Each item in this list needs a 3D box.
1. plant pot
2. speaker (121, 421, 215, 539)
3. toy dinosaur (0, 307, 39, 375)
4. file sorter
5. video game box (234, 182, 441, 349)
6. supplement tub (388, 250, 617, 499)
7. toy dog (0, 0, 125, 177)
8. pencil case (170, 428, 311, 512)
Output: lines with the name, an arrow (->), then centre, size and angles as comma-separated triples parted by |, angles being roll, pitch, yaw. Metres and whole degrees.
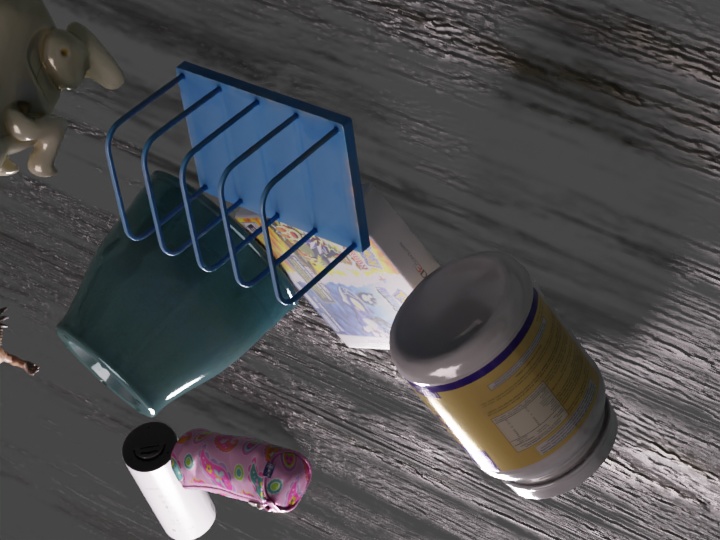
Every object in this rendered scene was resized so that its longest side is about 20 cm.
plant pot -> -0.196, 0.036, 1.951 | 0.200, 0.188, 0.200 | 38, 166, 12
speaker -> -0.262, 0.291, 2.668 | 0.081, 0.081, 0.200 | 21, 152, 27
toy dinosaur -> -0.518, 0.084, 2.621 | 0.200, 0.086, 0.136 | 32, 151, 47
file sorter -> -0.112, -0.075, 1.724 | 0.199, 0.123, 0.140 | 22, 136, 34
video game box -> 0.000, 0.000, 1.864 | 0.182, 0.047, 0.200 | -2, 137, 49
supplement tub -> 0.132, 0.097, 1.753 | 0.145, 0.146, 0.200 | 3, 141, 48
toy dog -> -0.343, -0.161, 1.810 | 0.139, 0.201, 0.194 | 16, 150, 32
pencil case -> -0.153, 0.253, 2.462 | 0.199, 0.088, 0.088 | 8, 145, 46
